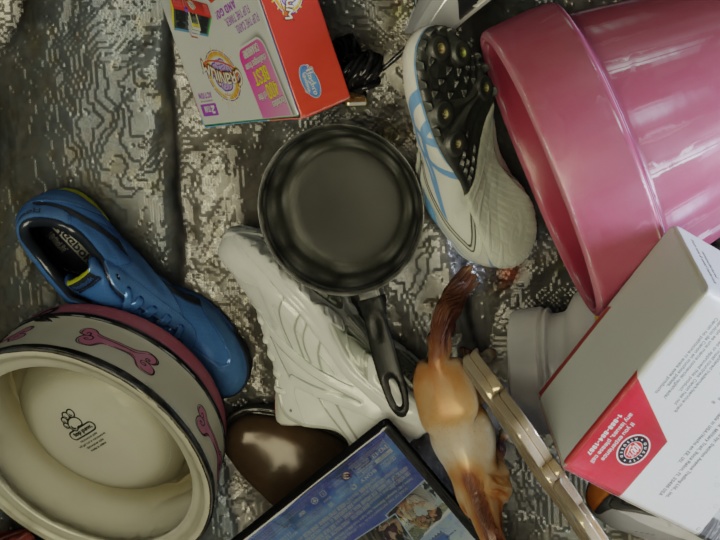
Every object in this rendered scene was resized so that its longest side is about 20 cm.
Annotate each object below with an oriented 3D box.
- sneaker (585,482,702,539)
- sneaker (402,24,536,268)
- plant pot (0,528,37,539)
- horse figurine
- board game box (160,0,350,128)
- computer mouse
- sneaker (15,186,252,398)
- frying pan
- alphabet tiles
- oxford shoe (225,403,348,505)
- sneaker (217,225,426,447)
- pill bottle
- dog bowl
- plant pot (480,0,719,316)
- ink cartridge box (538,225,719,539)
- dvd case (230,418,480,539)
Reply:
[{"bbox_3d":[0.216,0.178,1.571,0.199,0.076,0.092,14,123,-38],"label":"sneaker"},{"bbox_3d":[0.058,-0.078,1.541,0.072,0.072,0.201,14,143,34],"label":"sneaker"},{"bbox_3d":[-0.270,0.301,1.692,0.200,0.201,0.196,-19,92,15],"label":"plant pot"},{"bbox_3d":[0.075,0.104,1.591,0.050,0.133,0.201,-13,102,16],"label":"horse figurine"},{"bbox_3d":[-0.088,-0.196,1.541,0.040,0.153,0.201,-24,102,-26],"label":"board game box"},{"bbox_3d":[0.055,-0.185,1.543,0.200,0.110,0.044,-38,102,9],"label":"computer mouse"},{"bbox_3d":[-0.163,0.025,1.648,0.200,0.078,0.066,43,106,-4],"label":"sneaker"},{"bbox_3d":[0.012,-0.011,1.563,0.115,0.031,0.190,-39,90,19],"label":"frying pan"},{"bbox_3d":[0.127,0.138,1.479,0.015,0.196,0.200,-35,123,-1],"label":"alphabet tiles"},{"bbox_3d":[-0.017,0.166,1.653,0.199,0.084,0.073,36,110,2],"label":"oxford shoe"},{"bbox_3d":[-0.038,0.059,1.628,0.099,0.078,0.200,-44,87,20],"label":"sneaker"},{"bbox_3d":[0.202,0.060,1.565,0.198,0.112,0.113,-5,104,12],"label":"pill bottle"},{"bbox_3d":[-0.181,0.108,1.642,0.199,0.074,0.201,14,134,14],"label":"dog bowl"},{"bbox_3d":[0.193,-0.095,1.495,0.178,0.200,0.201,-23,100,0],"label":"plant pot"},{"bbox_3d":[0.233,0.087,1.445,0.199,0.084,0.145,28,113,-22],"label":"ink cartridge box"},{"bbox_3d":[0.025,0.217,1.616,0.142,0.018,0.200,-38,105,5],"label":"dvd case"}]
